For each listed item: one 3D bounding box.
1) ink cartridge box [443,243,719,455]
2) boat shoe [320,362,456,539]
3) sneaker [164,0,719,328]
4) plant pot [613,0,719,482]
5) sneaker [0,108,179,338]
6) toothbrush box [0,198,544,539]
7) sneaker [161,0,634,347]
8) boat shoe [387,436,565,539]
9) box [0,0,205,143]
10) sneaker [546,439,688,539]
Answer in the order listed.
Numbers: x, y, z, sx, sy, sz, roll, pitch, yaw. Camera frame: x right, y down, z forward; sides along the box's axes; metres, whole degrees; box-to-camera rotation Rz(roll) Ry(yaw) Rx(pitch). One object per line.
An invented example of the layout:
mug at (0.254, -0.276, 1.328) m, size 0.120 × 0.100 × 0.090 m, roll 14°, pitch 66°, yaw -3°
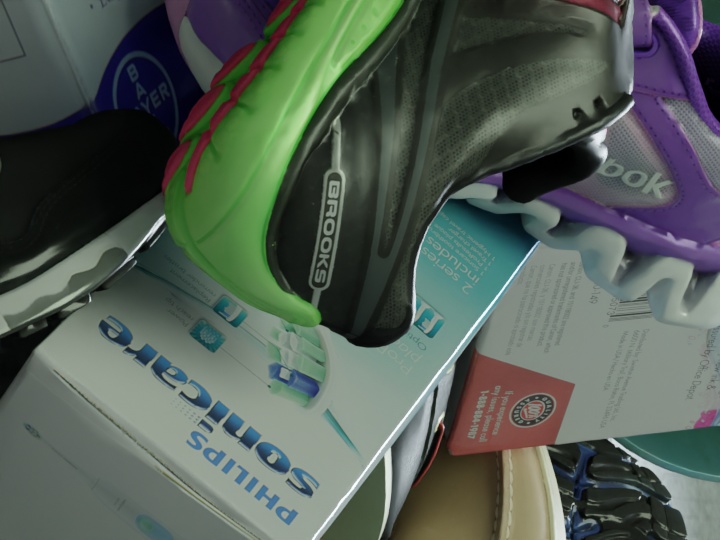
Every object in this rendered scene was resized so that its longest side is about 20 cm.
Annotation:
ink cartridge box at (0.125, -0.006, 0.976) m, size 0.117 × 0.200 × 0.068 m, roll 103°, pitch -24°, yaw -50°
boat shoe at (-0.003, -0.001, 0.916) m, size 0.063 × 0.074 × 0.202 m, roll -55°, pitch 155°, yaw -59°
sneaker at (0.045, -0.058, 0.777) m, size 0.200 × 0.088 × 0.081 m, roll 20°, pitch 43°, yaw -24°
plant pot at (0.146, -0.044, 1.116) m, size 0.201 × 0.200 × 0.161 m, roll 59°, pitch 4°, yaw -32°
sneaker at (-0.134, -0.010, 0.671) m, size 0.200 × 0.076 × 0.088 m, roll -28°, pitch 102°, yaw -26°
toothbrush box at (-0.042, 0.044, 0.792) m, size 0.085 × 0.146 × 0.200 m, roll 39°, pitch 36°, yaw 2°
sneaker at (0.034, -0.064, 0.708) m, size 0.084 × 0.077 × 0.200 m, roll 42°, pitch 75°, yaw -13°
boat shoe at (0.022, 0.123, 0.968) m, size 0.065 × 0.071 × 0.200 m, roll 39°, pitch 50°, yaw -50°
box at (-0.101, -0.133, 0.803) m, size 0.184 × 0.105 × 0.200 m, roll -52°, pitch 125°, yaw -53°
sneaker at (0.063, 0.146, 1.033) m, size 0.075 × 0.078 × 0.200 m, roll 26°, pitch 56°, yaw -20°
